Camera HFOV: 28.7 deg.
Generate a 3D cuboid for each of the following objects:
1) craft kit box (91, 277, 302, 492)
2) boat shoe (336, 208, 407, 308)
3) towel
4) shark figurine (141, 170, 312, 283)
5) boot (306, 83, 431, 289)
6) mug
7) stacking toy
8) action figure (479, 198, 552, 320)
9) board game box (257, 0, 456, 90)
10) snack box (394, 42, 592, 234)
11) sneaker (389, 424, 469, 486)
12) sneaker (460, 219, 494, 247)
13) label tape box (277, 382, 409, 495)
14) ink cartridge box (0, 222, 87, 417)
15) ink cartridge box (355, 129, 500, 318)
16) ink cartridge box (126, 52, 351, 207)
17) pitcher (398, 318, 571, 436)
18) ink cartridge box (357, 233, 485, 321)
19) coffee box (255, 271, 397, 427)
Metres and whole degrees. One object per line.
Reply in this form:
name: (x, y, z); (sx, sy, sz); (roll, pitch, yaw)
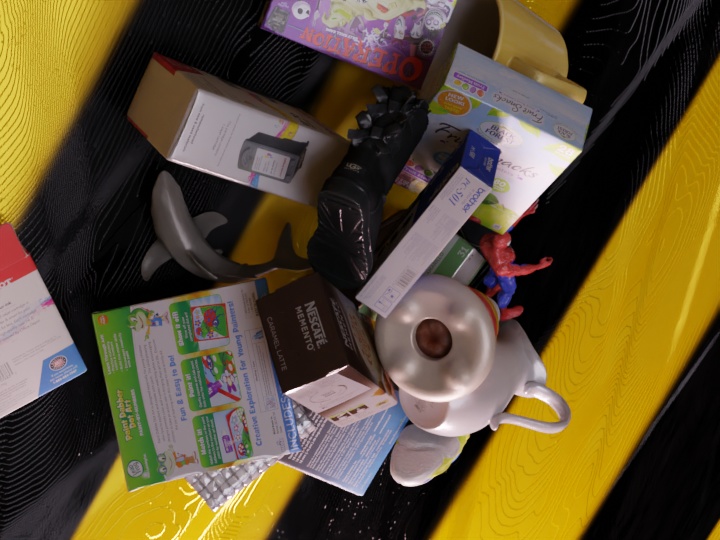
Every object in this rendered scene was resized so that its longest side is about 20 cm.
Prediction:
craft kit box: (-0.181, 0.124, 1.553); (0.197, 0.049, 0.201); (-11, 90, -11)
boat shoe: (0.004, 0.004, 1.672); (0.202, 0.075, 0.075); (-47, 166, -3)
towel: (-0.168, 0.150, 1.618); (0.166, 0.086, 0.200); (-41, 95, -7)
shark figurine: (-0.157, -0.011, 1.588); (0.214, 0.089, 0.128); (24, 100, -32)
boot: (0.010, -0.091, 1.490); (0.199, 0.073, 0.163); (95, 21, -57)
mug: (0.165, -0.231, 1.618); (0.153, 0.187, 0.149); (14, 139, -41)
stacking toy: (0.116, 0.061, 1.644); (0.200, 0.146, 0.147); (-24, 130, -62)
action figure: (0.196, -0.013, 1.727); (0.099, 0.065, 0.200); (-30, 157, -3)
board game box: (-0.001, -0.290, 1.558); (0.199, 0.032, 0.120); (18, 106, -19)
snack box: (0.133, -0.141, 1.555); (0.168, 0.200, 0.068); (24, 57, -9)
sneaker: (0.096, 0.233, 1.796); (0.200, 0.076, 0.105); (-43, 150, -45)
sneaker: (0.175, -0.108, 1.699); (0.078, 0.079, 0.200); (30, 115, 4)
label tape box: (-0.047, 0.178, 1.741); (0.200, 0.063, 0.144); (28, 95, -33)
ink cartridge box: (-0.389, 0.045, 1.498); (0.116, 0.067, 0.200); (-29, 122, -15)
ink cartridge box: (0.072, -0.049, 1.500); (0.044, 0.094, 0.200); (34, 121, -8)
ink cartridge box: (-0.130, -0.148, 1.505); (0.200, 0.148, 0.086); (16, 104, -34)
pitcher: (0.158, 0.151, 1.743); (0.200, 0.172, 0.121); (-15, 141, -45)
ink cartridge box: (0.078, 0.018, 1.681); (0.146, 0.048, 0.200); (-54, 165, 1)
coffee box: (-0.034, 0.092, 1.558); (0.079, 0.115, 0.200); (-23, 159, 10)
